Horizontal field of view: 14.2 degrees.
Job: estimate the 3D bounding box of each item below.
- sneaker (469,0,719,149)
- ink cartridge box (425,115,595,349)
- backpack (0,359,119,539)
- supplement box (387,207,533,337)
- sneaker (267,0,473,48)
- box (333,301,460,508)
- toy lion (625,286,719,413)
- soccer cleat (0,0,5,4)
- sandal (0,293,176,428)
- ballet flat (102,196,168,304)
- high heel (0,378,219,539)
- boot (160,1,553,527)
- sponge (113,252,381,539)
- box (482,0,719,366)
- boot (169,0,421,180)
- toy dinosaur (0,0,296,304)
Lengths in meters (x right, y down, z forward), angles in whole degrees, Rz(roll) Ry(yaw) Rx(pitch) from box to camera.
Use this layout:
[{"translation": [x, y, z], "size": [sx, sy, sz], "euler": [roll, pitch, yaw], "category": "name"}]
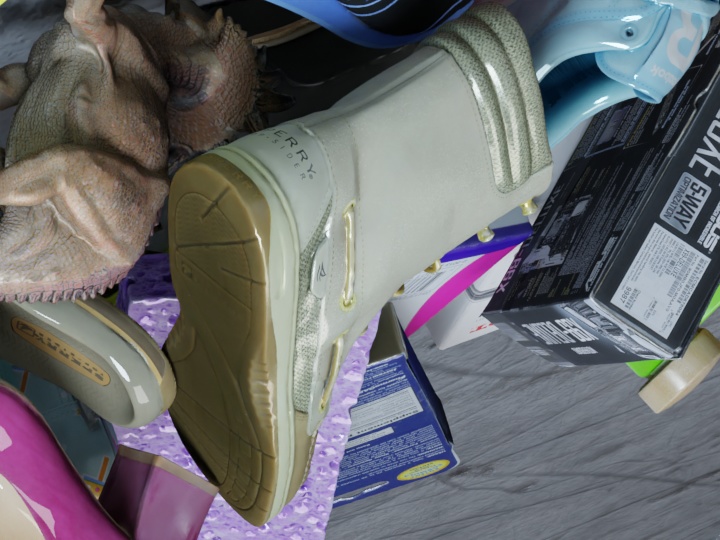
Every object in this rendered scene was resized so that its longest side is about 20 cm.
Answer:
[{"translation": [0.120, -0.108, 1.137], "size": [0.200, 0.082, 0.074], "euler": [-38, 147, 23], "category": "sneaker"}, {"translation": [0.107, -0.050, 1.462], "size": [0.145, 0.084, 0.200], "euler": [-19, 164, -18], "category": "ink cartridge box"}, {"translation": [-0.186, 0.073, 1.227], "size": [0.153, 0.200, 0.176], "euler": [-22, 153, -19], "category": "backpack"}, {"translation": [-0.024, -0.009, 1.375], "size": [0.101, 0.104, 0.200], "euler": [-11, 159, -37], "category": "supplement box"}, {"translation": [0.006, -0.133, 1.063], "size": [0.078, 0.070, 0.200], "euler": [-26, 165, 27], "category": "sneaker"}, {"translation": [-0.023, 0.075, 1.391], "size": [0.121, 0.033, 0.200], "euler": [-19, 158, 3], "category": "box"}, {"translation": [0.199, -0.028, 1.408], "size": [0.192, 0.069, 0.200], "euler": [-40, 174, -46], "category": "toy lion"}, {"translation": [-0.112, -0.116, 0.955], "size": [0.200, 0.065, 0.084], "euler": [-31, 165, 26], "category": "soccer cleat"}, {"translation": [-0.164, 0.011, 1.103], "size": [0.054, 0.199, 0.080], "euler": [-57, 174, -23], "category": "sandal"}, {"translation": [-0.100, -0.017, 1.323], "size": [0.067, 0.067, 0.200], "euler": [11, 150, -28], "category": "ballet flat"}, {"translation": [-0.145, 0.091, 1.079], "size": [0.199, 0.097, 0.067], "euler": [27, 169, -27], "category": "high heel"}, {"translation": [0.000, 0.000, 1.106], "size": [0.154, 0.072, 0.201], "euler": [-34, 149, -28], "category": "boot"}, {"translation": [-0.059, 0.068, 1.275], "size": [0.111, 0.030, 0.201], "euler": [-2, 138, -14], "category": "sponge"}, {"translation": [0.140, -0.055, 1.276], "size": [0.201, 0.050, 0.158], "euler": [-61, -169, -11], "category": "box"}, {"translation": [0.010, -0.052, 1.209], "size": [0.199, 0.139, 0.078], "euler": [-20, 165, -15], "category": "boot"}, {"translation": [-0.094, -0.043, 1.072], "size": [0.086, 0.201, 0.136], "euler": [-5, 142, 47], "category": "toy dinosaur"}]
